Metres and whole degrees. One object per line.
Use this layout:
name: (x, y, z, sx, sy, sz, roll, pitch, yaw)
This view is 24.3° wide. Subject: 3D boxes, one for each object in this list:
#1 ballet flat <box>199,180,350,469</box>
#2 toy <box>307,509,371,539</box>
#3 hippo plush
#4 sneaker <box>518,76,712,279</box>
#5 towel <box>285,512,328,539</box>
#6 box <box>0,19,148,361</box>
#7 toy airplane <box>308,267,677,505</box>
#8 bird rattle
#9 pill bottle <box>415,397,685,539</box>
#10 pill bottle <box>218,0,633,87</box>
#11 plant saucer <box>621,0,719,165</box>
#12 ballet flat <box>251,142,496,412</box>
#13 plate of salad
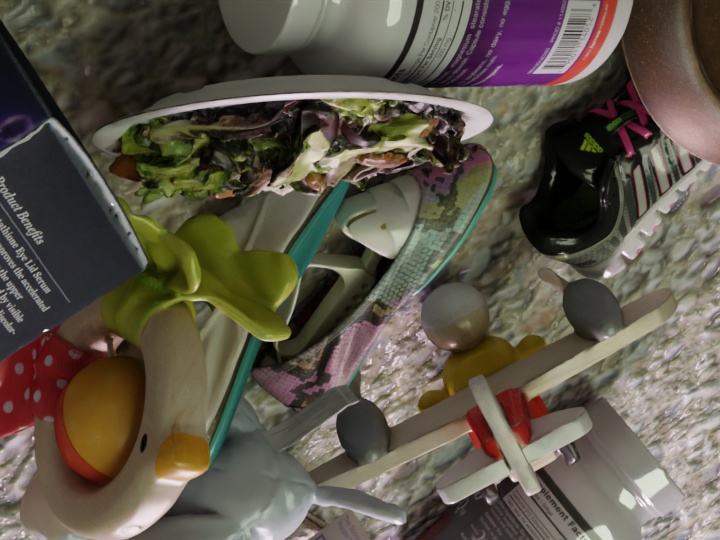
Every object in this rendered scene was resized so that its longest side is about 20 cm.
ballet flat: (-0.071, 0.011, 0.923, 0.069, 0.069, 0.201, 46, 65, -50)
toy: (-0.071, 0.237, 1.063, 0.199, 0.115, 0.047, -36, 135, -2)
hippo plush: (-0.102, 0.129, 1.000, 0.198, 0.160, 0.161, -20, 163, -14)
sneaker: (0.164, -0.079, 1.023, 0.087, 0.074, 0.201, 3, 128, -43)
towel: (-0.071, 0.224, 1.163, 0.133, 0.035, 0.200, -44, 140, 6)
box: (-0.218, -0.022, 0.734, 0.199, 0.148, 0.105, -34, 140, -6)
toy airplane: (0.078, 0.073, 1.052, 0.199, 0.142, 0.199, -21, 171, -40)
bird rattle: (-0.131, 0.053, 0.835, 0.199, 0.164, 0.112, -30, 145, 32)
pill bottle: (0.132, 0.194, 1.223, 0.200, 0.116, 0.116, -41, 140, 3)
pill bottle: (0.033, -0.147, 0.832, 0.199, 0.113, 0.113, -5, 130, -33)
plant saucer: (0.240, -0.157, 0.969, 0.199, 0.034, 0.202, -6, 104, -26)
ballet flat: (0.000, 0.000, 0.990, 0.071, 0.069, 0.201, 27, 110, -27)
plate of salad: (-0.033, -0.059, 0.828, 0.199, 0.199, 0.049, 2, 83, -38)
